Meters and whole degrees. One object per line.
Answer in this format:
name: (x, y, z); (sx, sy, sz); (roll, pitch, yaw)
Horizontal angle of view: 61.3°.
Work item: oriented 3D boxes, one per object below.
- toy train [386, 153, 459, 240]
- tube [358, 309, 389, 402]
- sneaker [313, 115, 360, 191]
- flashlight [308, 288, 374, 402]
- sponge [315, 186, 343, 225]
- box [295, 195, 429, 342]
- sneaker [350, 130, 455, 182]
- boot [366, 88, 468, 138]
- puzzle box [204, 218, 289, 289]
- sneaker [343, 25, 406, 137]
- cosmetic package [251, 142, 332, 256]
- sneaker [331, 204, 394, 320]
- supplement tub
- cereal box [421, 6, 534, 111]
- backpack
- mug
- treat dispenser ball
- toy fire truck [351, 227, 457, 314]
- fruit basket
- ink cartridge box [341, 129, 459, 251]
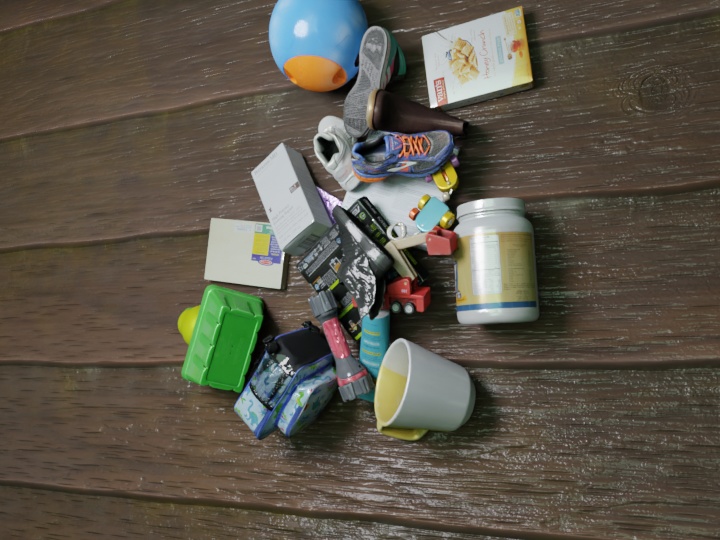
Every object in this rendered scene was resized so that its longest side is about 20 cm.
toy train: (0.111, -0.145, 1.113); (0.145, 0.056, 0.207); (-2, 73, 20)
tube: (0.026, 0.164, 1.150); (0.075, 0.050, 0.206); (15, 119, 26)
sneaker: (-0.053, -0.251, 1.185); (0.078, 0.098, 0.203); (-42, 44, 19)
flashlight: (-0.039, 0.137, 1.131); (0.066, 0.067, 0.205); (-24, 85, 28)
sponge: (-0.036, -0.073, 1.227); (0.197, 0.030, 0.114); (32, 97, 20)
box: (0.000, 0.000, 1.154); (0.194, 0.047, 0.200); (48, 118, 2)
sneaker: (0.070, -0.206, 1.072); (0.194, 0.078, 0.078); (-13, 70, 15)
boot: (0.107, -0.278, 1.097); (0.161, 0.199, 0.075); (12, 101, 19)
puzzle box: (-0.242, -0.037, 1.307); (0.194, 0.025, 0.138); (7, 88, 21)
sneaker: (0.030, -0.362, 1.182); (0.082, 0.120, 0.205); (25, 113, 19)
cosmetic package: (-0.140, -0.142, 1.225); (0.101, 0.073, 0.204); (-37, 63, 21)
sneaker: (-0.013, -0.018, 1.054); (0.105, 0.059, 0.200); (-50, 57, 13)
supplement tub: (0.233, -0.012, 1.057); (0.140, 0.144, 0.207); (-5, 84, 20)
cereal box: (0.219, -0.394, 1.147); (0.194, 0.039, 0.149); (-10, 82, 20)
backpack: (-0.138, 0.228, 1.164); (0.147, 0.182, 0.202); (43, 113, 15)
mug: (0.113, 0.219, 1.092); (0.149, 0.186, 0.154); (16, 68, -16)
treat dispenser ball: (-0.080, -0.455, 1.182); (0.194, 0.200, 0.208); (-2, 85, 20)
toy fire truck: (0.072, -0.001, 1.066); (0.194, 0.049, 0.146); (3, 108, 24)
fruit basket: (-0.299, 0.137, 1.276); (0.215, 0.152, 0.222); (-41, 41, 48)
ink cartridge box: (0.075, -0.160, 1.174); (0.194, 0.041, 0.205); (18, 80, 19)
